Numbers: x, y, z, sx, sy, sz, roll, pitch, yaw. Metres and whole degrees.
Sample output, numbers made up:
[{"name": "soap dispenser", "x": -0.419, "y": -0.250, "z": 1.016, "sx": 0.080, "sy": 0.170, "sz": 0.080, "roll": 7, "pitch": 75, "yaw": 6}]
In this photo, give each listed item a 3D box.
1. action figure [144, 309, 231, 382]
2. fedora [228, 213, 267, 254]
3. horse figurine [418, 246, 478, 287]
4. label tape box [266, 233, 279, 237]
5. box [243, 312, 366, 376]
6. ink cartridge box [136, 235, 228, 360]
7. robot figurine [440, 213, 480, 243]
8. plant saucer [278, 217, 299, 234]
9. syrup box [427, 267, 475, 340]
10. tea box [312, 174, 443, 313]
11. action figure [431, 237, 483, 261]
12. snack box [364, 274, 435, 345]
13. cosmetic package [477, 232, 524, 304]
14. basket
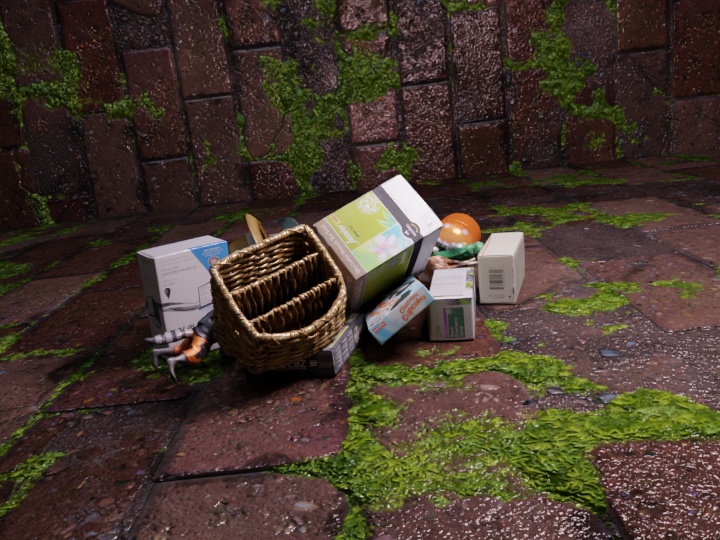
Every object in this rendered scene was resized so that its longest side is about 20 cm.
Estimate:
[{"name": "action figure", "x": -0.254, "y": 0.108, "z": 1.187, "sx": 0.193, "sy": 0.105, "sz": 0.200, "roll": -34, "pitch": 6, "yaw": -26}, {"name": "fedora", "x": -0.204, "y": -0.009, "z": 1.372, "sx": 0.082, "sy": 0.201, "sz": 0.201, "roll": -24, "pitch": 15, "yaw": -1}, {"name": "horse figurine", "x": 0.168, "y": -0.001, "z": 1.465, "sx": 0.132, "sy": 0.050, "sz": 0.200, "roll": -2, "pitch": -16, "yaw": -5}, {"name": "label tape box", "x": -0.133, "y": -0.007, "z": 1.472, "sx": 0.063, "sy": 0.145, "sz": 0.200, "roll": -16, "pitch": 17, "yaw": -35}, {"name": "box", "x": -0.092, "y": 0.123, "z": 1.208, "sx": 0.161, "sy": 0.049, "sz": 0.200, "roll": -5, "pitch": 13, "yaw": 16}, {"name": "ink cartridge box", "x": -0.313, "y": 0.050, "z": 1.289, "sx": 0.146, "sy": 0.200, "sz": 0.086, "roll": -17, "pitch": 19, "yaw": -35}, {"name": "robot figurine", "x": 0.233, "y": -0.075, "z": 1.711, "sx": 0.116, "sy": 0.144, "sz": 0.200, "roll": -25, "pitch": 6, "yaw": 23}, {"name": "plant saucer", "x": -0.116, "y": 0.000, "z": 1.312, "sx": 0.039, "sy": 0.201, "sz": 0.201, "roll": -23, "pitch": 19, "yaw": -18}, {"name": "syrup box", "x": 0.170, "y": 0.058, "z": 1.282, "sx": 0.081, "sy": 0.079, "sz": 0.200, "roll": -4, "pitch": 14, "yaw": 10}, {"name": "tea box", "x": 0.021, "y": -0.037, "z": 1.290, "sx": 0.197, "sy": 0.134, "sz": 0.200, "roll": -33, "pitch": -18, "yaw": -20}, {"name": "action figure", "x": 0.183, "y": -0.039, "z": 1.508, "sx": 0.200, "sy": 0.055, "sz": 0.118, "roll": -4, "pitch": -18, "yaw": 45}, {"name": "snack box", "x": 0.064, "y": 0.064, "z": 1.221, "sx": 0.116, "sy": 0.037, "sz": 0.200, "roll": -41, "pitch": 5, "yaw": 1}, {"name": "cosmetic package", "x": 0.293, "y": -0.008, "z": 1.442, "sx": 0.073, "sy": 0.104, "sz": 0.200, "roll": -1, "pitch": 14, "yaw": 18}, {"name": "basket", "x": -0.116, "y": 0.045, "z": 1.076, "sx": 0.200, "sy": 0.149, "sz": 0.143, "roll": -26, "pitch": 46, "yaw": -37}]
